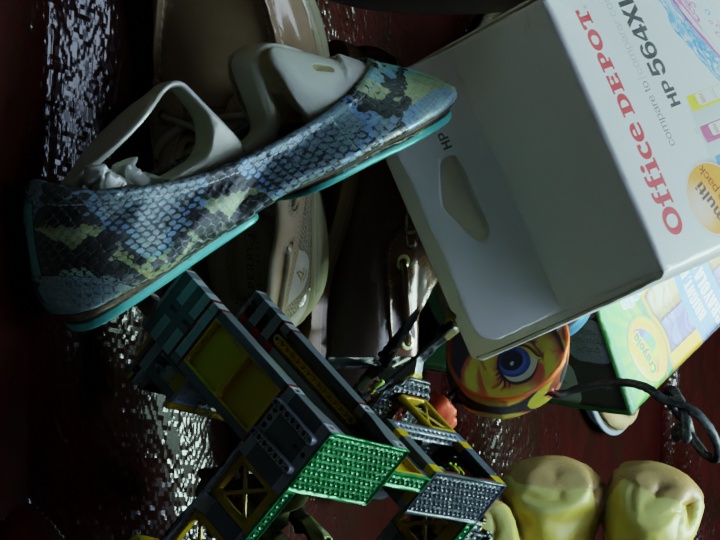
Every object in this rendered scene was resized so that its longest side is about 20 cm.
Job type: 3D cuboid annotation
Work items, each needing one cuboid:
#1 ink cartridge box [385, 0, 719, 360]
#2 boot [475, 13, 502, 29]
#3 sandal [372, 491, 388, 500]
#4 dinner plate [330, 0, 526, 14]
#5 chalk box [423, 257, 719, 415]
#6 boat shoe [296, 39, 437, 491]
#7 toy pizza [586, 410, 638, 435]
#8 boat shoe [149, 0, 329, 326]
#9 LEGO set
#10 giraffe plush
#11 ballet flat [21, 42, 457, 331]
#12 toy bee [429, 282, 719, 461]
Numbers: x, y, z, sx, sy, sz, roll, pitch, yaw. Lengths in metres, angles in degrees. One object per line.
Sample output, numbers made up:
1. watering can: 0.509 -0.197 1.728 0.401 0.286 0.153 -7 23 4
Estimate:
1. ink cartridge box: 0.110 -0.056 1.229 0.200 0.125 0.129 -23 87 -42
2. boot: 0.117 -0.083 1.638 0.200 0.072 0.155 -34 122 -58
3. sandal: -0.004 0.022 1.345 0.076 0.043 0.201 -53 139 -59
4. dinner plate: 0.041 -0.136 1.234 0.200 0.199 0.024 19 68 -69
5. chalk box: 0.109 -0.012 1.483 0.200 0.124 0.124 -40 123 -36
6. boat shoe: 0.000 0.000 1.277 0.070 0.070 0.201 -155 -109 -67
7. toy pizza: 0.173 0.006 1.858 0.200 0.032 0.201 0 90 -70
8. boat shoe: -0.051 -0.052 1.172 0.065 0.071 0.201 -61 147 -55
9. LEGO set: -0.043 0.081 1.157 0.200 0.116 0.154 6 124 -52
10. giraffe plush: 0.113 0.217 1.548 0.162 0.172 0.201 99 -9 -62
11. ballet flat: -0.046 -0.049 1.099 0.200 0.074 0.074 -32 125 -33
12. toy bee: 0.063 0.019 1.323 0.200 0.108 0.131 54 -10 37
